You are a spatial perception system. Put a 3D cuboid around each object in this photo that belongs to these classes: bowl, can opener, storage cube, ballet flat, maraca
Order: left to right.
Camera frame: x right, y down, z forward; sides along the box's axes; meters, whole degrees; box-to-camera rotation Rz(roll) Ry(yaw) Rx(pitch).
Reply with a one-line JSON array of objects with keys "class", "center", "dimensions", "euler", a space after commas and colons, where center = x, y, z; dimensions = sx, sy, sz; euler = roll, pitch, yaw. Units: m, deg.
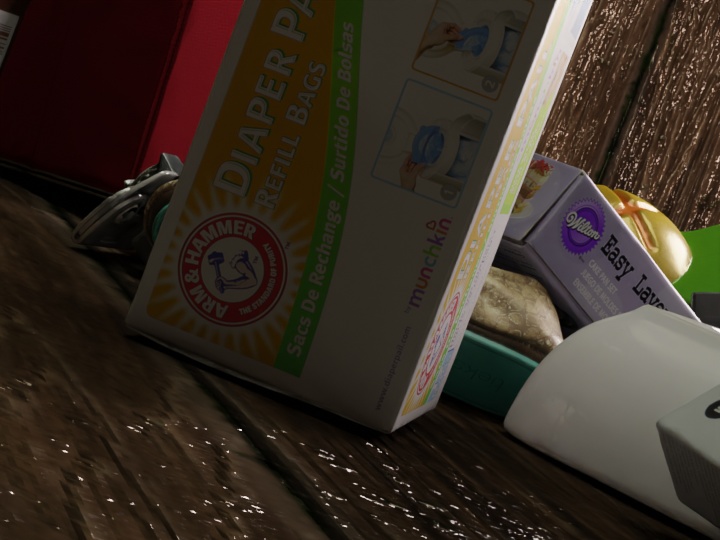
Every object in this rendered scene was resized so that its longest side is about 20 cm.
[{"class": "storage cube", "center": [-0.097, -0.121, 1.231], "dimensions": [0.171, 0.180, 0.200], "euler": [17, 0, 41]}, {"class": "can opener", "center": [-0.074, -0.013, 1.057], "dimensions": [0.067, 0.053, 0.200], "euler": [56, 11, 11]}, {"class": "ballet flat", "center": [0.000, 0.000, 0.971], "dimensions": [0.200, 0.071, 0.065], "euler": [27, 42, -18]}, {"class": "maraca", "center": [0.146, 0.002, 1.336], "dimensions": [0.199, 0.107, 0.137], "euler": [-1, 29, 16]}, {"class": "bowl", "center": [0.182, 0.077, 0.928], "dimensions": [0.200, 0.075, 0.200], "euler": [16, 6, -44]}]

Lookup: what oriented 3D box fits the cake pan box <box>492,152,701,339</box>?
[{"class": "cake pan box", "center": [0.077, 0.002, 1.101], "dimensions": [0.200, 0.052, 0.184], "euler": [24, -21, 53]}]

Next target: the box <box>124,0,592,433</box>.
[{"class": "box", "center": [0.008, -0.054, 0.803], "dimensions": [0.101, 0.201, 0.112], "euler": [22, 5, 9]}]

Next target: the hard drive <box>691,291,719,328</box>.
[{"class": "hard drive", "center": [0.248, 0.040, 1.189], "dimensions": [0.139, 0.038, 0.200], "euler": [0, -8, 11]}]

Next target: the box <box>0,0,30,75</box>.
[{"class": "box", "center": [-0.271, -0.131, 1.090], "dimensions": [0.200, 0.100, 0.075], "euler": [22, 4, 12]}]

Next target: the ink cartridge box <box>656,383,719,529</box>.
[{"class": "ink cartridge box", "center": [0.228, 0.050, 0.748], "dimensions": [0.200, 0.199, 0.041], "euler": [35, -29, 62]}]
